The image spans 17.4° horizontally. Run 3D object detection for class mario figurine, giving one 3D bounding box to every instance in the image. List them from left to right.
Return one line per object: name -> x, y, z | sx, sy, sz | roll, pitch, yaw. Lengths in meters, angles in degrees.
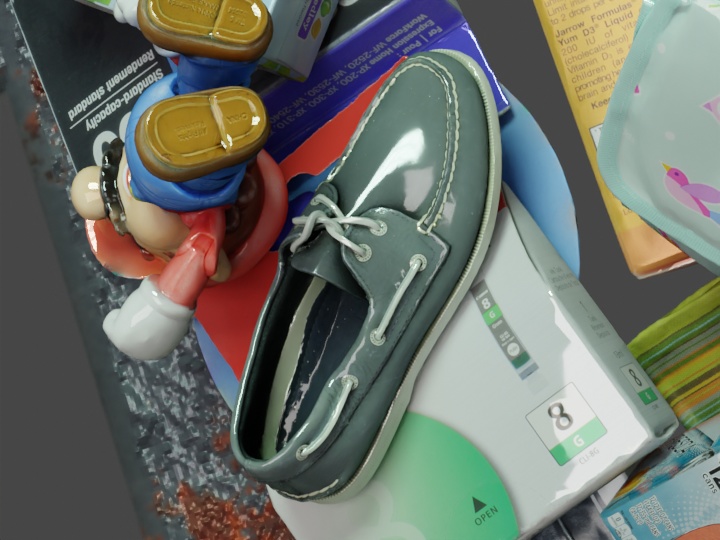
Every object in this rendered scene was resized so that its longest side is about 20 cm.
mario figurine -> -0.087, -0.044, 0.969 | 0.106, 0.200, 0.123 | 35, 70, 6

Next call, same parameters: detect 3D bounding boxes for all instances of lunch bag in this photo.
lunch bag -> 0.180, -0.037, 0.856 | 0.170, 0.200, 0.122 | 35, 87, 13

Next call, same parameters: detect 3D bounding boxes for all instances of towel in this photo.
towel -> 0.198, 0.091, 0.992 | 0.200, 0.018, 0.086 | 53, 133, 3

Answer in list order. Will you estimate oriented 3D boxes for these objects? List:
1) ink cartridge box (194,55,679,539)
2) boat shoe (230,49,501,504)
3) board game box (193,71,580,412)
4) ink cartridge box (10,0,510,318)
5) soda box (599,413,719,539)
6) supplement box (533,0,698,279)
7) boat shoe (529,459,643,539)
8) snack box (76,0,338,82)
ink cartridge box -> 0.014, 0.034, 1.013 | 0.161, 0.050, 0.200 | -39, 82, 21
boat shoe -> 0.000, 0.000, 0.976 | 0.073, 0.062, 0.200 | 22, 92, 35
board game box -> 0.016, 0.001, 1.074 | 0.200, 0.039, 0.158 | -18, 79, 28
ink cartridge box -> -0.055, -0.108, 1.077 | 0.198, 0.043, 0.200 | -34, 67, 21
soda box -> 0.184, 0.157, 0.975 | 0.064, 0.068, 0.200 | -33, 92, 26
supplement box -> 0.121, -0.101, 1.013 | 0.069, 0.067, 0.200 | -23, 86, 23
boat shoe -> 0.111, 0.149, 1.038 | 0.091, 0.071, 0.200 | -33, 75, 24
snack box -> -0.053, -0.198, 1.036 | 0.142, 0.053, 0.200 | 22, 91, 28
